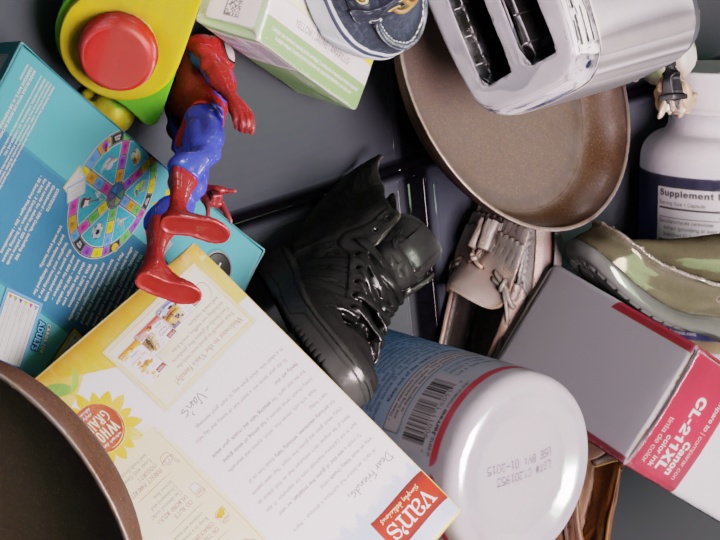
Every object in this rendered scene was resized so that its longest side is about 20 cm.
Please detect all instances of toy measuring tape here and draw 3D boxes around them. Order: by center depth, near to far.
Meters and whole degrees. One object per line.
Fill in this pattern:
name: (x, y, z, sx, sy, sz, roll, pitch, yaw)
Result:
toy measuring tape: (-0.112, -0.157, 0.984, 0.073, 0.074, 0.201, -7, 132, -40)

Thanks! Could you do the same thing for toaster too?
toaster: (0.112, -0.173, 1.121, 0.129, 0.113, 0.202, -22, 92, -45)

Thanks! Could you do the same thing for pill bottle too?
pill bottle: (0.025, 0.092, 1.094, 0.108, 0.199, 0.110, -10, 106, -39)
pill bottle: (0.247, -0.040, 1.321, 0.110, 0.111, 0.202, -10, 106, -39)

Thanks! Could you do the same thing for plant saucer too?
plant saucer: (-0.177, 0.119, 0.933, 0.034, 0.199, 0.202, -40, 124, -48)
plant saucer: (0.089, -0.117, 1.180, 0.199, 0.032, 0.202, 16, 65, -37)

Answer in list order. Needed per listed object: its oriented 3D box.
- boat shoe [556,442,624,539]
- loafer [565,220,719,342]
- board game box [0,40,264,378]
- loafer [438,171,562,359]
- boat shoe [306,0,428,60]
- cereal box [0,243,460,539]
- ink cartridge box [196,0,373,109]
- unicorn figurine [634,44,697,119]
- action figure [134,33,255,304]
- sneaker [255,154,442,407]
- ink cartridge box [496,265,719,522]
boat shoe: (0.157, 0.113, 1.304, 0.072, 0.067, 0.202, 7, 94, -42)
loafer: (0.212, 0.002, 1.215, 0.199, 0.075, 0.070, 20, 98, -37)
board game box: (-0.156, 0.001, 1.009, 0.200, 0.047, 0.152, 42, 64, -39)
loafer: (0.080, 0.030, 1.221, 0.062, 0.072, 0.202, 2, 101, -35)
boat shoe: (0.018, -0.161, 0.997, 0.071, 0.090, 0.200, -67, 155, -13)
cereal box: (-0.066, 0.102, 0.965, 0.200, 0.040, 0.144, 45, 59, 6)
ink cartridge box: (-0.015, -0.206, 1.066, 0.145, 0.048, 0.202, 26, 82, -66)
unicorn figurine: (0.187, -0.194, 1.251, 0.137, 0.073, 0.202, 2, 86, -58)
action figure: (-0.082, -0.065, 0.998, 0.051, 0.201, 0.066, 13, 128, -12)
sneaker: (0.001, 0.003, 1.082, 0.104, 0.200, 0.060, -30, 116, -4)
ink cartridge box: (0.202, 0.094, 1.192, 0.199, 0.145, 0.083, 32, 90, -37)
